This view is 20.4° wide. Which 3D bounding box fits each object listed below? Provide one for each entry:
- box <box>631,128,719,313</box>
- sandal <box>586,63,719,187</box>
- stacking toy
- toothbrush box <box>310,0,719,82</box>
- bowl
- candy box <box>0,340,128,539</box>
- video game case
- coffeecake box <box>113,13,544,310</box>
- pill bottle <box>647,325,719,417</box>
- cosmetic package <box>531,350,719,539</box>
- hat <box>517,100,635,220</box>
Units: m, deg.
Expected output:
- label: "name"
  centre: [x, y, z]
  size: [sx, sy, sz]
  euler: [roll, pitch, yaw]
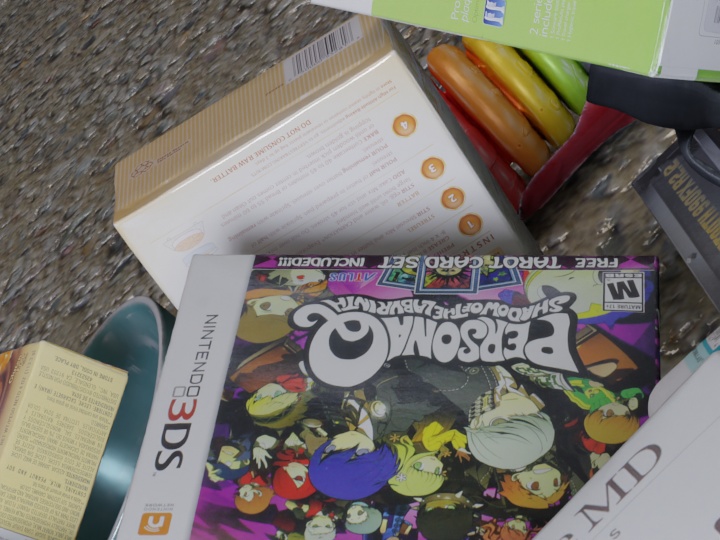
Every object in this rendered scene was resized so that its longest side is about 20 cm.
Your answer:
- label: "box"
  centre: [0.214, -0.040, 0.875]
  size: [0.158, 0.048, 0.200]
  euler: [-44, 22, 11]
- label: "sandal"
  centre: [0.165, -0.059, 0.861]
  size: [0.200, 0.076, 0.043]
  euler: [-148, 61, -67]
- label: "stacking toy"
  centre: [0.103, -0.115, 1.127]
  size: [0.200, 0.116, 0.110]
  euler: [-42, 21, 4]
- label: "toothbrush box"
  centre: [0.100, -0.136, 0.864]
  size: [0.200, 0.145, 0.086]
  euler: [20, 105, 43]
- label: "bowl"
  centre: [-0.107, 0.126, 1.068]
  size: [0.201, 0.105, 0.201]
  euler: [-49, 27, 36]
- label: "candy box"
  centre: [-0.190, 0.142, 1.029]
  size: [0.115, 0.055, 0.201]
  euler: [-17, 54, 63]
- label: "video game case"
  centre: [0.017, 0.061, 0.774]
  size: [0.199, 0.036, 0.182]
  euler: [1, 40, 8]
- label: "coffeecake box"
  centre: [0.000, 0.000, 0.963]
  size: [0.153, 0.200, 0.073]
  euler: [-31, 25, 9]
- label: "pill bottle"
  centre: [0.206, 0.021, 0.701]
  size: [0.200, 0.111, 0.111]
  euler: [-43, 22, 10]
- label: "cosmetic package"
  centre: [0.129, 0.157, 0.538]
  size: [0.165, 0.165, 0.200]
  euler: [-46, 22, 0]
- label: "hat"
  centre: [0.189, -0.106, 1.016]
  size: [0.199, 0.166, 0.177]
  euler: [-7, 77, 17]
